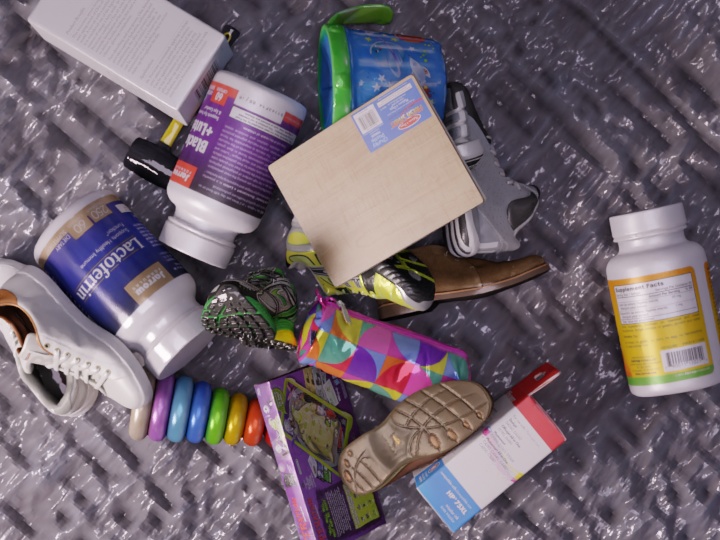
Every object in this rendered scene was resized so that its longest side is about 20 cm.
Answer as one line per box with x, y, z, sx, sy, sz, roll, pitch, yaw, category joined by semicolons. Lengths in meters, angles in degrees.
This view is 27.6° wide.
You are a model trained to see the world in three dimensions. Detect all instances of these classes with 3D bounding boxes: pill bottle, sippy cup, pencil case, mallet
0.334;0.031;1.621;0.111;0.111;0.201;-11;91;0;pill bottle
0.024;-0.204;1.612;0.130;0.140;0.179;-2;99;-8;sippy cup
0.025;0.095;1.622;0.199;0.088;0.089;22;91;-13;pencil case
-0.186;-0.182;1.658;0.066;0.041;0.200;37;87;1;mallet
-0.253;0.017;1.609;0.116;0.116;0.200;-45;83;1;pill bottle
-0.147;-0.109;1.619;0.111;0.111;0.201;23;91;0;pill bottle

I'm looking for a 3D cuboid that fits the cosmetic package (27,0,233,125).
-0.253;-0.258;1.621;0.200;0.071;0.102;32;84;7;cosmetic package

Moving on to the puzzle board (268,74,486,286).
0.016;-0.092;1.540;0.200;0.017;0.151;-30;88;26;puzzle board

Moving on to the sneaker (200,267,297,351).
-0.118;0.034;1.585;0.078;0.200;0.086;3;81;11;sneaker

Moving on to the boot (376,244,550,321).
0.112;0.000;1.646;0.199;0.074;0.076;-12;81;3;boot

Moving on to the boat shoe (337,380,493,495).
0.065;0.177;1.599;0.200;0.067;0.072;-35;75;26;boat shoe

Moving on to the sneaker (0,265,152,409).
-0.315;0.090;1.564;0.200;0.073;0.085;42;48;1;sneaker

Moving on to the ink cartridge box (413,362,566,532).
0.155;0.192;1.622;0.200;0.116;0.067;-39;92;1;ink cartridge box

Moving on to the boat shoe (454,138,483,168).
0.074;-0.087;1.591;0.071;0.200;0.064;-20;85;-35;boat shoe

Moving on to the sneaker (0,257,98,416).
-0.360;0.073;1.630;0.078;0.099;0.200;-33;91;1;sneaker

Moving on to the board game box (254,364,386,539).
-0.043;0.206;1.629;0.032;0.120;0.201;-16;90;36;board game box

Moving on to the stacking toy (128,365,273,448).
-0.156;0.162;1.648;0.199;0.085;0.086;9;91;-7;stacking toy

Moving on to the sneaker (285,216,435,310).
0.000;0.000;1.623;0.200;0.075;0.077;32;109;33;sneaker

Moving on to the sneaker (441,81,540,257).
0.144;-0.112;1.649;0.115;0.075;0.201;0;79;-23;sneaker
